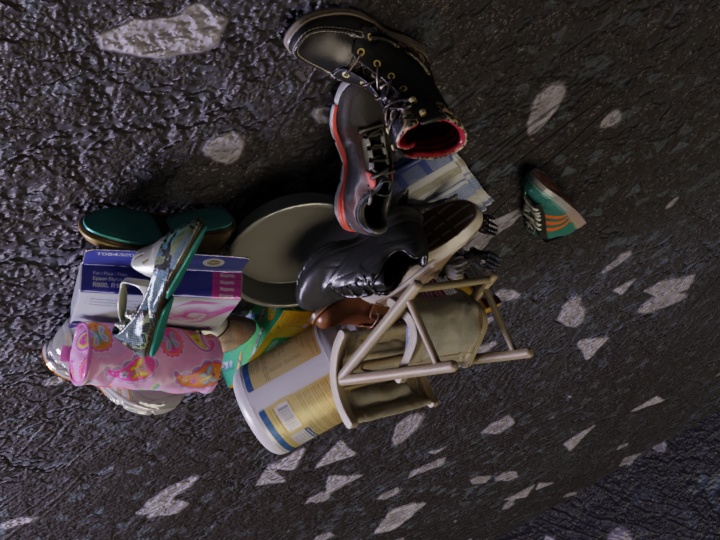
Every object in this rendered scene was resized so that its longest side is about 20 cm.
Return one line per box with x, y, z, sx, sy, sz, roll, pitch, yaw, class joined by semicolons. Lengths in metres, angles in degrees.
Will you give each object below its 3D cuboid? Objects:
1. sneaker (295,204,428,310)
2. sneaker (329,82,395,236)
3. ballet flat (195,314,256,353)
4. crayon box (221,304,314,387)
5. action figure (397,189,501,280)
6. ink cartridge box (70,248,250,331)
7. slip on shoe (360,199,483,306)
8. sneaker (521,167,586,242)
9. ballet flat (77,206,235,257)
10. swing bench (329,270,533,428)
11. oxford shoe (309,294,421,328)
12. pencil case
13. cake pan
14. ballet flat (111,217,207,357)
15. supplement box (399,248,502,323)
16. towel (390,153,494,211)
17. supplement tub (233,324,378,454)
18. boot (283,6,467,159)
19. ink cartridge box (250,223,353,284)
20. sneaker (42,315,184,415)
0.000;0.000;1.269;0.200;0.091;0.076;-35;139;21;sneaker
0.016;-0.133;1.190;0.077;0.082;0.201;-17;118;-29;sneaker
-0.245;0.093;1.423;0.199;0.068;0.067;-19;134;-14;ballet flat
-0.121;0.099;1.527;0.118;0.058;0.200;1;140;-38;crayon box
0.113;-0.048;1.382;0.200;0.119;0.102;2;-179;-40;action figure
-0.253;0.030;1.247;0.196;0.043;0.200;3;160;-19;ink cartridge box
0.084;-0.017;1.304;0.200;0.076;0.061;-39;131;20;slip on shoe
0.280;-0.089;1.529;0.080;0.071;0.200;-39;149;13;sneaker
-0.245;-0.037;1.213;0.199;0.069;0.063;-3;139;-33;ballet flat
0.083;0.105;1.338;0.200;0.130;0.199;-33;162;35;swing bench
0.016;0.054;1.401;0.200;0.071;0.071;-15;154;-41;oxford shoe
-0.278;0.113;1.292;0.199;0.088;0.087;7;137;-34;pencil case
-0.081;-0.028;1.303;0.199;0.037;0.201;-12;142;-10;cake pan
-0.238;0.015;1.148;0.074;0.074;0.200;2;126;-39;ballet flat
0.093;0.060;1.534;0.200;0.131;0.103;-37;171;21;supplement box
0.093;-0.105;1.412;0.147;0.024;0.200;-31;148;12;towel
-0.069;0.162;1.462;0.200;0.145;0.145;-29;150;6;supplement tub
0.022;-0.199;1.085;0.200;0.151;0.073;9;135;-45;boot
-0.047;-0.026;1.394;0.199;0.050;0.109;13;133;-34;ink cartridge box
-0.319;0.124;1.349;0.200;0.076;0.092;27;117;-22;sneaker
